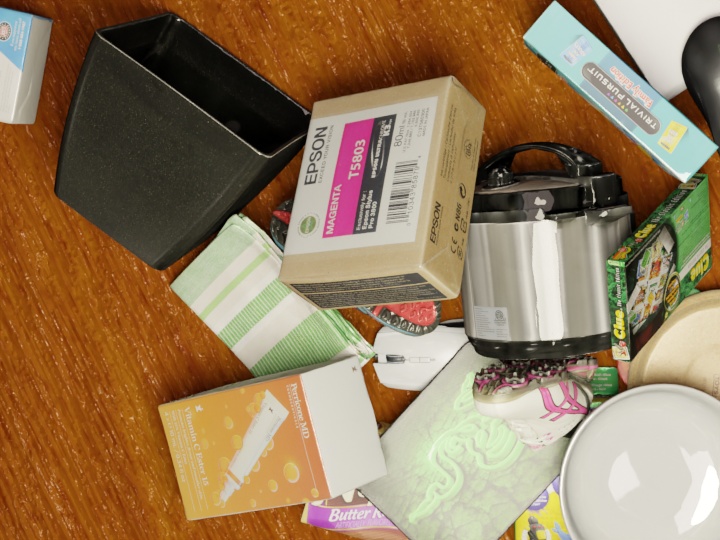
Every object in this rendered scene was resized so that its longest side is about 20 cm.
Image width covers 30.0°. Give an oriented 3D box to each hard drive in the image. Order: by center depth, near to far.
[{"bbox_3d":[0.347,-0.275,1.328,0.200,0.027,0.132,-34,92,9],"label":"hard drive"}]

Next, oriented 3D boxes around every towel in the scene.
[{"bbox_3d":[-0.095,0.051,1.388,0.200,0.023,0.153,47,131,0],"label":"towel"}]

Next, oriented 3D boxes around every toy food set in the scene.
[{"bbox_3d":[0.364,0.111,1.359,0.197,0.049,0.201,-11,95,9],"label":"toy food set"}]

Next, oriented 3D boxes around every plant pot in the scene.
[{"bbox_3d":[-0.188,-0.120,1.337,0.200,0.200,0.178,37,110,1],"label":"plant pot"}]

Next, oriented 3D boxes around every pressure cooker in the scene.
[{"bbox_3d":[0.179,-0.024,1.301,0.175,0.179,0.201,-6,96,11],"label":"pressure cooker"}]

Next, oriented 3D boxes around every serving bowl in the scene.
[{"bbox_3d":[0.288,0.208,1.315,0.199,0.066,0.201,0,91,-1],"label":"serving bowl"}]

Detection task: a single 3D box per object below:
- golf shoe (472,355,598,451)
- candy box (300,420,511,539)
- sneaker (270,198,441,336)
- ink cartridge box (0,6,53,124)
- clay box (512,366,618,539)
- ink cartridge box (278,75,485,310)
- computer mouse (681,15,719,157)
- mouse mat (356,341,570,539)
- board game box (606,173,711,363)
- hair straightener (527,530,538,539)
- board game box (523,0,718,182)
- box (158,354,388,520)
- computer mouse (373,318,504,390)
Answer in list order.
[{"bbox_3d":[0.169,0.129,1.269,0.072,0.200,0.092,5,93,35],"label":"golf shoe"},{"bbox_3d":[0.048,0.229,1.408,0.199,0.056,0.117,16,97,4],"label":"candy box"},{"bbox_3d":[0.000,0.000,1.372,0.200,0.096,0.079,37,75,11],"label":"sneaker"},{"bbox_3d":[-0.436,-0.231,1.410,0.199,0.068,0.116,14,98,5],"label":"ink cartridge box"},{"bbox_3d":[0.214,0.202,1.388,0.114,0.048,0.201,-2,97,7],"label":"clay box"},{"bbox_3d":[0.021,-0.071,1.268,0.164,0.075,0.201,-6,63,33],"label":"ink cartridge box"},{"bbox_3d":[0.386,-0.154,1.307,0.138,0.053,0.200,-30,101,9],"label":"computer mouse"},{"bbox_3d":[0.107,0.193,1.368,0.161,0.008,0.200,42,94,4],"label":"mouse mat"},{"bbox_3d":[0.286,-0.006,1.275,0.023,0.200,0.105,7,120,35],"label":"board game box"},{"bbox_3d":[0.252,0.312,1.364,0.200,0.041,0.077,36,122,-14],"label":"hair straightener"},{"bbox_3d":[0.244,-0.170,1.290,0.200,0.151,0.047,42,100,1],"label":"board game box"},{"bbox_3d":[-0.090,0.170,1.352,0.200,0.097,0.125,-16,88,36],"label":"box"},{"bbox_3d":[0.050,0.088,1.398,0.199,0.044,0.110,-5,95,8],"label":"computer mouse"}]
